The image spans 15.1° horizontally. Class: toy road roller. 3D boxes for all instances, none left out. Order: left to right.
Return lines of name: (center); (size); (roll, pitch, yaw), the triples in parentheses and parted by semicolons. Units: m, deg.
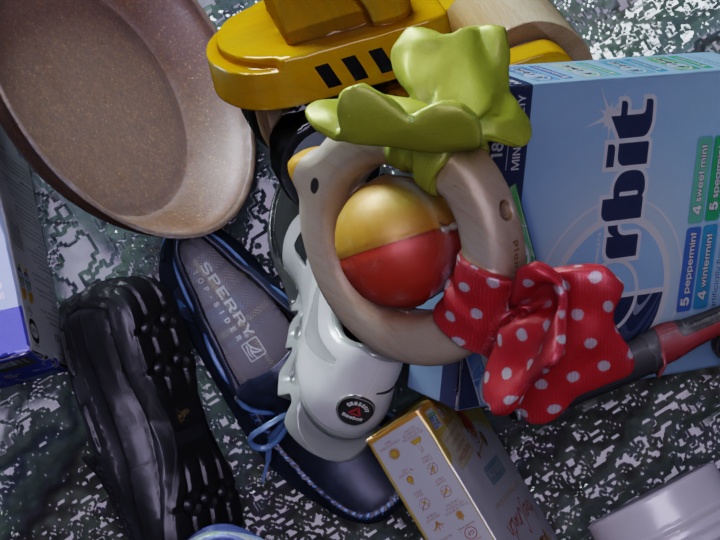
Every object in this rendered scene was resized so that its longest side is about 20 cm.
toy road roller: (0.016, -0.131, 1.463); (0.199, 0.123, 0.147); (-16, 116, -6)

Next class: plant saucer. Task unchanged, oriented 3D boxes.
plant saucer: (-0.140, -0.100, 1.478); (0.037, 0.200, 0.201); (-32, 83, 34)

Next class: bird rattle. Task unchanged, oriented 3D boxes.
bird rattle: (0.043, -0.016, 1.332); (0.113, 0.163, 0.201); (-36, 104, -42)

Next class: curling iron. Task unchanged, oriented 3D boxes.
curling iron: (0.160, 0.050, 1.448); (0.199, 0.026, 0.050); (-18, 120, -35)

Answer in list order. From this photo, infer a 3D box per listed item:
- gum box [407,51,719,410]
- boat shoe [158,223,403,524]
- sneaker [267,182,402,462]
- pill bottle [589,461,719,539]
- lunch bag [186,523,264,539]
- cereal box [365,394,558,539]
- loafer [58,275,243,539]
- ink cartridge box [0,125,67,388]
gum box: (0.120, -0.024, 1.435); (0.199, 0.044, 0.171); (-8, 111, -39)
boat shoe: (-0.050, 0.060, 1.497); (0.084, 0.069, 0.200); (-44, 85, -4)
sneaker: (0.000, 0.000, 1.458); (0.074, 0.089, 0.201); (15, 43, -23)
pill bottle: (0.201, 0.209, 1.459); (0.109, 0.109, 0.201); (-27, 84, -3)
lunch bag: (-0.059, 0.239, 1.428); (0.200, 0.076, 0.160); (40, 86, -4)
cereal box: (0.080, 0.156, 1.440); (0.039, 0.144, 0.201); (-32, 89, 11)
loafer: (-0.117, 0.103, 1.500); (0.070, 0.068, 0.202); (-13, 93, 37)
ink cartridge box: (-0.214, -0.007, 1.471); (0.076, 0.136, 0.201); (-15, 83, 1)
